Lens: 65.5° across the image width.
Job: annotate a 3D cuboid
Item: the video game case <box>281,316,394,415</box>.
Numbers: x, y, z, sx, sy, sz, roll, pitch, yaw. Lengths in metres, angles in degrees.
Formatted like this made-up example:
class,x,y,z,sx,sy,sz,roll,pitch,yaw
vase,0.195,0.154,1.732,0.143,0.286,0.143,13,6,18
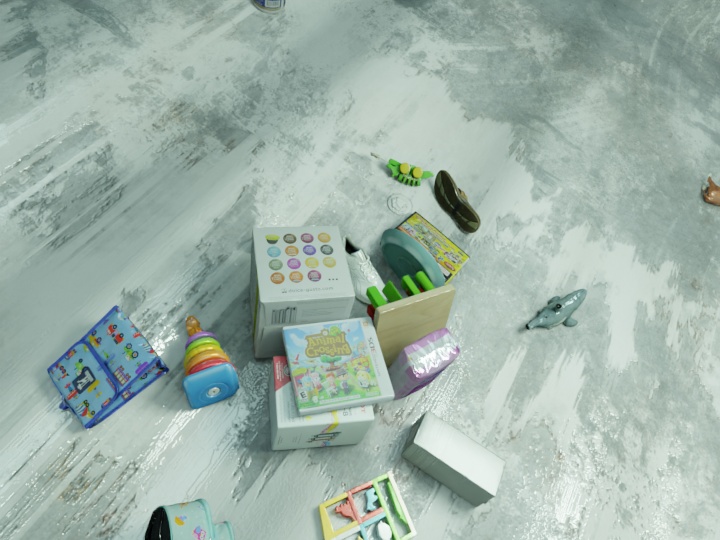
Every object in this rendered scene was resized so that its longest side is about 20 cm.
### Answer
class,x,y,z,sx,sy,sz,roll,pitch,yaw
video game case,-0.047,0.183,1.111,0.193,0.022,0.186,-5,54,-19

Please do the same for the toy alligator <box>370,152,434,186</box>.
class,x,y,z,sx,sy,sz,roll,pitch,yaw
toy alligator,0.113,-0.281,1.597,0.194,0.059,0.056,17,96,-4

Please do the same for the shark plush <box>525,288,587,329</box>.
class,x,y,z,sx,sy,sz,roll,pitch,yaw
shark plush,0.495,0.099,1.444,0.194,0.084,0.093,-9,61,-20

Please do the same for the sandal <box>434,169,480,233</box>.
class,x,y,z,sx,sy,sz,roll,pitch,yaw
sandal,0.276,-0.194,1.573,0.054,0.082,0.202,-18,62,-42

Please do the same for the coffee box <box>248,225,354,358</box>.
class,x,y,z,sx,sy,sz,roll,pitch,yaw
coffee box,-0.138,0.044,1.226,0.193,0.203,0.202,-2,50,-16

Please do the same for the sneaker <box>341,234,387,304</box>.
class,x,y,z,sx,sy,sz,roll,pitch,yaw
sneaker,0.000,0.000,1.371,0.074,0.088,0.200,-34,73,-32

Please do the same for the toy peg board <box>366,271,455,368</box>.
class,x,y,z,sx,sy,sz,roll,pitch,yaw
toy peg board,0.095,0.108,1.276,0.194,0.203,0.099,-15,46,-23

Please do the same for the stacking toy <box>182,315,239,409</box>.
class,x,y,z,sx,sy,sz,roll,pitch,yaw
stacking toy,-0.333,0.174,1.180,0.107,0.118,0.202,-17,51,-18

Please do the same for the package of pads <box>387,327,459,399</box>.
class,x,y,z,sx,sy,sz,roll,pitch,yaw
package of pads,0.127,0.206,1.211,0.118,0.201,0.077,-21,70,-21

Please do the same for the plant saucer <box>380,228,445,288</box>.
class,x,y,z,sx,sy,sz,roll,pitch,yaw
plant saucer,0.118,-0.014,1.348,0.199,0.201,0.027,42,71,12

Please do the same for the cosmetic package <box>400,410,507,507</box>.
class,x,y,z,sx,sy,sz,roll,pitch,yaw
cosmetic package,0.193,0.394,1.170,0.196,0.108,0.091,31,55,3

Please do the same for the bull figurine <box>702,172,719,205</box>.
class,x,y,z,sx,sy,sz,roll,pitch,yaw
bull figurine,1.232,-0.248,1.868,0.194,0.066,0.124,16,52,-8

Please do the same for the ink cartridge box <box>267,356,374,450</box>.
class,x,y,z,sx,sy,sz,roll,pitch,yaw
ink cartridge box,-0.085,0.268,1.148,0.193,0.146,0.149,0,57,-16

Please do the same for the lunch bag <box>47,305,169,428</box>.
class,x,y,z,sx,sy,sz,roll,pitch,yaw
lunch bag,-0.514,0.202,1.122,0.199,0.095,0.150,-42,76,-19

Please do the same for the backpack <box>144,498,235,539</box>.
class,x,y,z,sx,sy,sz,roll,pitch,yaw
backpack,-0.288,0.494,0.941,0.150,0.177,0.204,-4,57,-36

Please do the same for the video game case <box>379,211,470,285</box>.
class,x,y,z,sx,sy,sz,roll,pitch,yaw
video game case,0.171,-0.051,1.464,0.199,0.026,0.180,41,46,11

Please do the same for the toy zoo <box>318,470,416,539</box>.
class,x,y,z,sx,sy,sz,roll,pitch,yaw
toy zoo,0.001,0.500,1.103,0.195,0.021,0.134,-16,64,-23
